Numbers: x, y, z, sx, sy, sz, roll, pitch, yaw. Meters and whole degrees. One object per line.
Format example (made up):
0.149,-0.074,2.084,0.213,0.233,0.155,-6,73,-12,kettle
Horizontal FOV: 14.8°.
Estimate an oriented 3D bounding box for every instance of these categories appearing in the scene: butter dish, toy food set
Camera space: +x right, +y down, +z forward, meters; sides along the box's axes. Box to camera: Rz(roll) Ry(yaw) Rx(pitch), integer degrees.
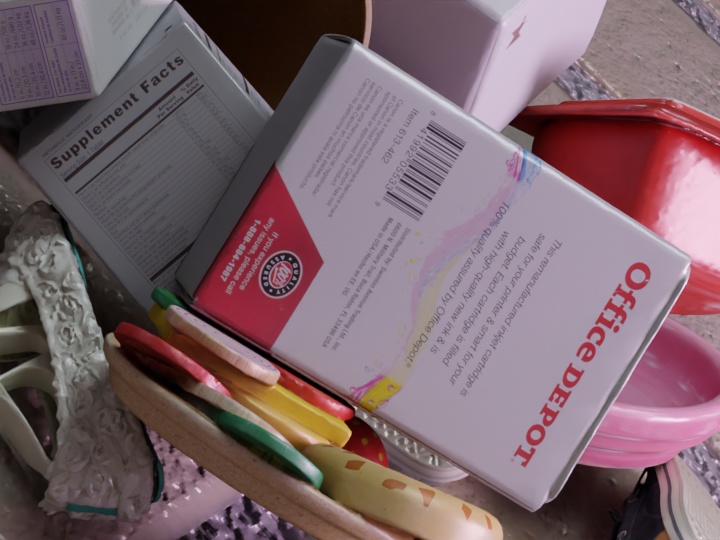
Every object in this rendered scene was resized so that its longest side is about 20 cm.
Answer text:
0.193,-0.022,1.818,0.199,0.148,0.200,20,-8,-29,butter dish
-0.034,0.076,1.275,0.198,0.049,0.200,32,3,-14,toy food set

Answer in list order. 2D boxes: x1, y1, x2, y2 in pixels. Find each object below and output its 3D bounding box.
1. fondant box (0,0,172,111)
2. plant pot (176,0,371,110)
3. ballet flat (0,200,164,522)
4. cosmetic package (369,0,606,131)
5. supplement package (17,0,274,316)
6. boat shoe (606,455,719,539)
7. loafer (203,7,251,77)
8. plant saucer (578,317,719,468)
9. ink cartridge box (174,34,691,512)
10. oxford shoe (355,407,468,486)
-0.207,-0.123,1.381,0.144,0.199,0.058,-65,144,-63,fondant box
-0.123,-0.169,1.598,0.186,0.187,0.200,14,23,-42,plant pot
-0.152,0.041,1.346,0.072,0.072,0.200,17,33,-39,ballet flat
0.040,-0.202,1.760,0.200,0.167,0.167,37,54,13,cosmetic package
-0.069,-0.024,1.414,0.200,0.114,0.110,51,2,-12,supplement package
0.177,0.154,1.605,0.075,0.062,0.200,52,11,-3,boat shoe
-0.025,-0.080,1.706,0.200,0.073,0.071,32,62,-20,loafer
0.120,0.060,1.623,0.200,0.051,0.201,14,18,-5,plant saucer
0.034,0.001,1.333,0.200,0.146,0.083,32,1,-13,ink cartridge box
-0.013,0.051,1.524,0.200,0.075,0.058,40,-19,16,oxford shoe
